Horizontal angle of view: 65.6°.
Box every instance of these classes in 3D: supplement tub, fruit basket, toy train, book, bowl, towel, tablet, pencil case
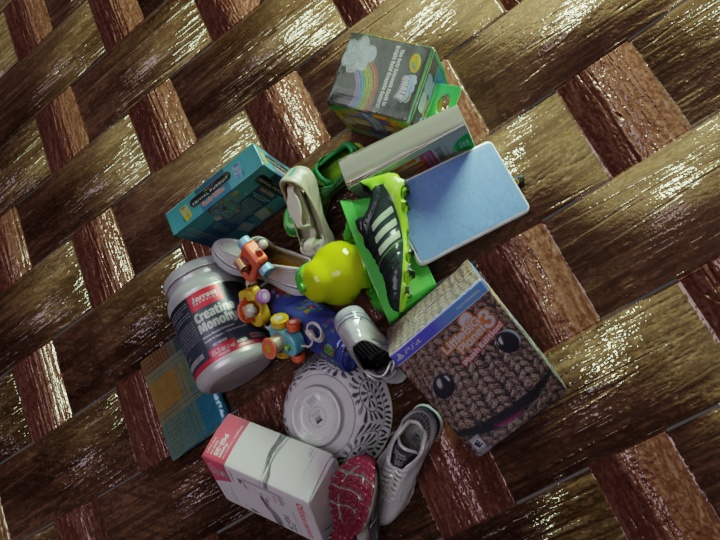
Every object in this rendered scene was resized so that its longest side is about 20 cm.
[{"bbox_3d":[-0.248,0.093,0.965,0.139,0.140,0.203,-34,72,13],"label":"supplement tub"},{"bbox_3d":[0.000,0.000,0.872,0.208,0.156,0.223,-2,75,7],"label":"fruit basket"},{"bbox_3d":[-0.146,0.056,0.864,0.201,0.055,0.151,52,140,10],"label":"toy train"},{"bbox_3d":[0.080,-0.176,0.880,0.196,0.133,0.049,-24,74,17],"label":"book"},{"bbox_3d":[-0.053,0.229,0.895,0.195,0.094,0.208,-3,81,20],"label":"bowl"},{"bbox_3d":[-0.328,0.226,1.043,0.145,0.022,0.203,-33,70,13],"label":"towel"},{"bbox_3d":[0.145,-0.104,0.847,0.196,0.014,0.133,-26,76,-9],"label":"tablet"},{"bbox_3d":[-0.073,0.087,0.917,0.197,0.086,0.080,27,122,33],"label":"pencil case"}]

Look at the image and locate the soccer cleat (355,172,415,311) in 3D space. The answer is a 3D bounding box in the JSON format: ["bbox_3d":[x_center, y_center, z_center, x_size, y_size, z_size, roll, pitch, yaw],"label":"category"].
[{"bbox_3d":[0.035,-0.040,0.797,0.078,0.068,0.206,-6,72,12],"label":"soccer cleat"}]

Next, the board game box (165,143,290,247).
[{"bbox_3d":[-0.215,-0.120,0.977,0.198,0.150,0.048,-35,71,12],"label":"board game box"}]

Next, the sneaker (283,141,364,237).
[{"bbox_3d":[-0.072,-0.147,0.961,0.074,0.083,0.201,45,100,20],"label":"sneaker"}]

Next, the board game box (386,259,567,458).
[{"bbox_3d":[0.157,0.122,0.781,0.159,0.097,0.201,-40,101,11],"label":"board game box"}]

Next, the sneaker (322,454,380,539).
[{"bbox_3d":[-0.003,0.361,0.827,0.079,0.074,0.206,23,113,38],"label":"sneaker"}]

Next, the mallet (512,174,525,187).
[{"bbox_3d":[0.159,-0.133,0.892,0.195,0.041,0.068,-18,93,14],"label":"mallet"}]

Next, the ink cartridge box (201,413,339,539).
[{"bbox_3d":[-0.131,0.325,0.875,0.195,0.149,0.083,14,46,24],"label":"ink cartridge box"}]

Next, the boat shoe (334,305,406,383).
[{"bbox_3d":[0.022,0.132,0.820,0.073,0.200,0.068,-33,45,12],"label":"boat shoe"}]

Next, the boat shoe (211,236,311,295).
[{"bbox_3d":[-0.164,-0.024,0.926,0.195,0.071,0.071,22,135,18],"label":"boat shoe"}]

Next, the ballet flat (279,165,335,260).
[{"bbox_3d":[-0.085,-0.067,0.918,0.068,0.070,0.205,-12,109,18],"label":"ballet flat"}]

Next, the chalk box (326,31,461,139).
[{"bbox_3d":[0.067,-0.283,0.907,0.196,0.123,0.128,21,89,21],"label":"chalk box"}]

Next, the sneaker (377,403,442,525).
[{"bbox_3d":[0.055,0.300,0.848,0.075,0.080,0.205,24,98,17],"label":"sneaker"}]
